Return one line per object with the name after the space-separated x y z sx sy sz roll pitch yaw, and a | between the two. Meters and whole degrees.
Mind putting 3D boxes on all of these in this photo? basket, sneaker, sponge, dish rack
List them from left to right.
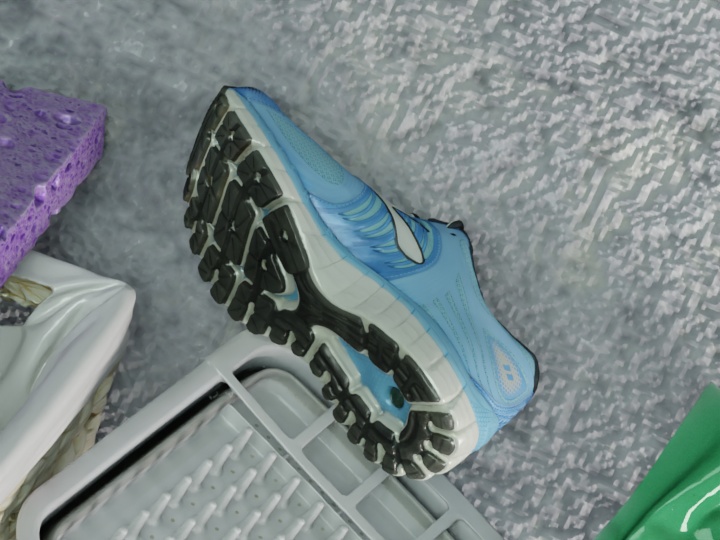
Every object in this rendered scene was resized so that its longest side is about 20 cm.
-0.190 0.078 1.204 0.135 0.200 0.124 18 119 9 | basket
-0.190 -0.028 1.225 0.111 0.200 0.030 16 121 8 | sponge
-0.040 0.127 1.217 0.172 0.200 0.044 46 132 6 | dish rack
0.000 0.000 1.264 0.200 0.090 0.079 52 137 20 | sneaker

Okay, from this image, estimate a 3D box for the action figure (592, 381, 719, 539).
0.110 0.156 1.228 0.200 0.055 0.118 -40 82 -10 | action figure
